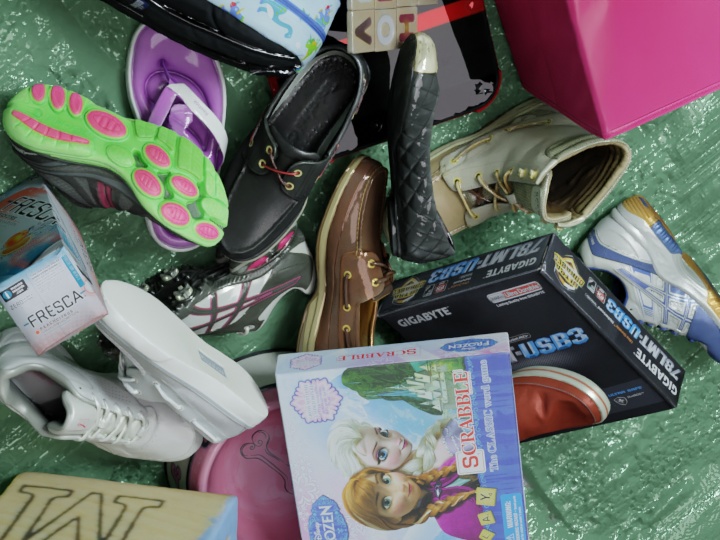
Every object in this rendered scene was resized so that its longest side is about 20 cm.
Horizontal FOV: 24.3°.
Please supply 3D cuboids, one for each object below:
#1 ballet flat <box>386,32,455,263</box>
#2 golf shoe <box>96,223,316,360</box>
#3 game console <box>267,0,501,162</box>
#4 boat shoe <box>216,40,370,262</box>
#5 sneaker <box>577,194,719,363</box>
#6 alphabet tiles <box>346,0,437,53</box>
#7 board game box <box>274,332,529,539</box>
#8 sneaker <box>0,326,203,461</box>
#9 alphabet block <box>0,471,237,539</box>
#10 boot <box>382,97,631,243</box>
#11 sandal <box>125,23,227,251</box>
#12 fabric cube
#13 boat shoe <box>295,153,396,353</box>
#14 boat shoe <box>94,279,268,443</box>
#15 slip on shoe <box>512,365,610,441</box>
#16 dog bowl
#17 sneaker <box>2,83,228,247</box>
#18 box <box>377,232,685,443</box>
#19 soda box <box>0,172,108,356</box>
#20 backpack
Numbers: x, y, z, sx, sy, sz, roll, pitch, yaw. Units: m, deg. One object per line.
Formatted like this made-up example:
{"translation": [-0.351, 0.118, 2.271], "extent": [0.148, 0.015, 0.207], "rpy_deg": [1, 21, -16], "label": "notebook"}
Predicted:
{"translation": [0.051, -0.100, 1.376], "extent": [0.056, 0.067, 0.201], "rpy_deg": [-3, 118, -6], "label": "ballet flat"}
{"translation": [-0.127, 0.031, 1.430], "extent": [0.199, 0.077, 0.088], "rpy_deg": [-32, 121, -4], "label": "golf shoe"}
{"translation": [0.014, -0.196, 1.417], "extent": [0.199, 0.031, 0.178], "rpy_deg": [-20, 109, -10], "label": "game console"}
{"translation": [-0.061, -0.098, 1.364], "extent": [0.073, 0.063, 0.202], "rpy_deg": [33, 94, 2], "label": "boat shoe"}
{"translation": [0.279, 0.022, 1.563], "extent": [0.088, 0.075, 0.200], "rpy_deg": [-37, 110, 12], "label": "sneaker"}
{"translation": [0.018, -0.274, 1.319], "extent": [0.167, 0.008, 0.201], "rpy_deg": [-17, 110, -56], "label": "alphabet tiles"}
{"translation": [0.038, 0.160, 1.434], "extent": [0.198, 0.041, 0.201], "rpy_deg": [-6, 112, 5], "label": "board game box"}
{"translation": [-0.226, 0.121, 1.404], "extent": [0.199, 0.099, 0.078], "rpy_deg": [21, 103, -13], "label": "sneaker"}
{"translation": [-0.221, 0.301, 1.399], "extent": [0.199, 0.196, 0.196], "rpy_deg": [6, 109, 9], "label": "alphabet block"}
{"translation": [0.121, -0.067, 1.424], "extent": [0.200, 0.155, 0.072], "rpy_deg": [-34, 115, -4], "label": "boot"}
{"translation": [-0.145, -0.110, 1.383], "extent": [0.082, 0.050, 0.204], "rpy_deg": [-10, 112, -14], "label": "sandal"}
{"translation": [0.217, -0.255, 1.361], "extent": [0.195, 0.200, 0.200], "rpy_deg": [-25, 114, -7], "label": "fabric cube"}
{"translation": [0.000, 0.000, 1.446], "extent": [0.067, 0.072, 0.201], "rpy_deg": [18, 108, 21], "label": "boat shoe"}
{"translation": [-0.160, 0.080, 1.369], "extent": [0.068, 0.072, 0.200], "rpy_deg": [-37, 136, 14], "label": "boat shoe"}
{"translation": [0.128, 0.128, 1.474], "extent": [0.199, 0.061, 0.074], "rpy_deg": [-7, 134, 33], "label": "slip on shoe"}
{"translation": [-0.072, 0.176, 1.502], "extent": [0.199, 0.074, 0.201], "rpy_deg": [-6, 112, -15], "label": "dog bowl"}
{"translation": [-0.195, -0.083, 1.352], "extent": [0.199, 0.084, 0.077], "rpy_deg": [31, 66, -5], "label": "sneaker"}
{"translation": [0.149, 0.065, 1.474], "extent": [0.198, 0.199, 0.050], "rpy_deg": [43, 50, -28], "label": "box"}
{"translation": [-0.250, -0.010, 1.305], "extent": [0.063, 0.200, 0.069], "rpy_deg": [-32, 115, -4], "label": "soda box"}
{"translation": [-0.111, -0.228, 1.287], "extent": [0.200, 0.163, 0.154], "rpy_deg": [40, 73, -13], "label": "backpack"}
